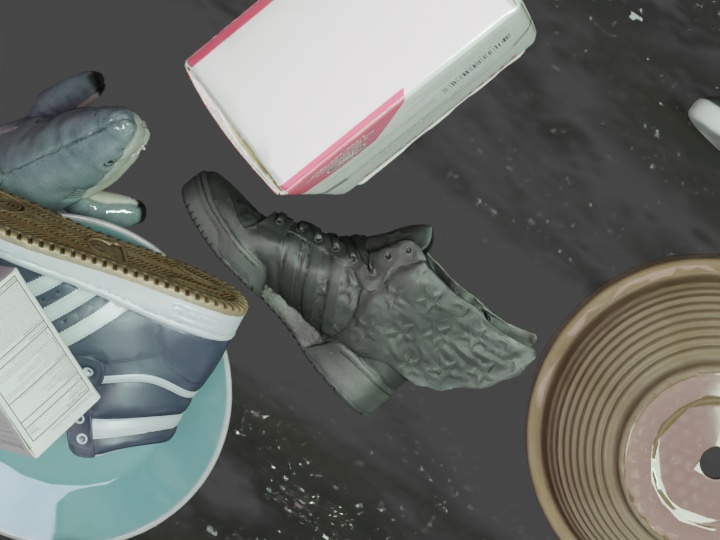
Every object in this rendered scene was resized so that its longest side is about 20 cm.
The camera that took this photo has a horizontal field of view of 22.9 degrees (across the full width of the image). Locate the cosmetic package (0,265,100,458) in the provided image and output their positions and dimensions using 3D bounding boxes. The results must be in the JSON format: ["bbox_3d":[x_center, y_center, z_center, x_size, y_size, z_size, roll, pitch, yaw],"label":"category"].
[{"bbox_3d":[-0.218,0.037,0.906,0.051,0.199,0.083,-42,119,-30],"label":"cosmetic package"}]

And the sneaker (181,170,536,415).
[{"bbox_3d":[0.000,0.000,0.993,0.104,0.060,0.200,-39,96,9],"label":"sneaker"}]

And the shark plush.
[{"bbox_3d":[-0.212,-0.059,0.992,0.198,0.083,0.092,-5,96,6],"label":"shark plush"}]

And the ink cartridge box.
[{"bbox_3d":[0.008,-0.112,0.908,0.146,0.200,0.083,-39,88,8],"label":"ink cartridge box"}]

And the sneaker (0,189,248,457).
[{"bbox_3d":[-0.170,0.029,0.951,0.199,0.070,0.109,22,106,-17],"label":"sneaker"}]

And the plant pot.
[{"bbox_3d":[0.189,0.094,0.966,0.199,0.093,0.203,0,95,5],"label":"plant pot"}]

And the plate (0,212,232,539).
[{"bbox_3d":[-0.171,0.062,1.020,0.199,0.026,0.202,1,106,3],"label":"plate"}]

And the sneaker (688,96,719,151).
[{"bbox_3d":[0.279,-0.074,0.954,0.199,0.071,0.100,25,96,-3],"label":"sneaker"}]
